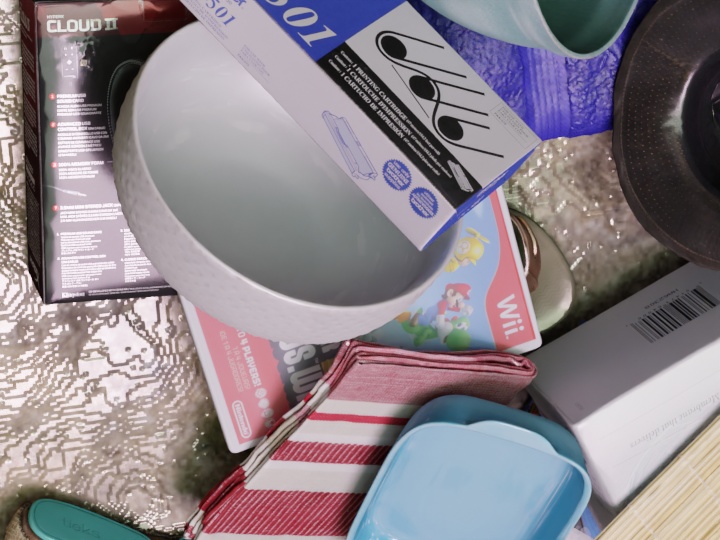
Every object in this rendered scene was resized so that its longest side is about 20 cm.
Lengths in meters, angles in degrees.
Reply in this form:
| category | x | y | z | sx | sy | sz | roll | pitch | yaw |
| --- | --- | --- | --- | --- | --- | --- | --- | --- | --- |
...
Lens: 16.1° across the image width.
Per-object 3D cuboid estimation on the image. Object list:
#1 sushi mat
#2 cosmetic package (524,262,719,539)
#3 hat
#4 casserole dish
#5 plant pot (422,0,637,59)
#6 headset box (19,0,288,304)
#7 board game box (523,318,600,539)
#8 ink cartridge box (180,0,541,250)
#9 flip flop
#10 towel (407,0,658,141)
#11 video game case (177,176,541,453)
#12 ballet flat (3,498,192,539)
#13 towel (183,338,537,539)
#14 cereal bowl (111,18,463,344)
| category | x | y | z | sx | sy | sz | roll | pitch | yaw |
| --- | --- | --- | --- | --- | --- | --- | --- | --- | --- |
| sushi mat | 0.219 | 0.138 | 1.510 | 0.200 | 0.012 | 0.096 | -45 | 112 | 2 |
| cosmetic package | 0.237 | 0.108 | 1.579 | 0.199 | 0.123 | 0.200 | -30 | 112 | -4 |
| hat | 0.253 | -0.091 | 1.520 | 0.081 | 0.200 | 0.201 | -14 | 117 | -56 |
| casserole dish | 0.064 | 0.138 | 1.529 | 0.121 | 0.039 | 0.200 | 17 | 139 | -7 |
| plant pot | 0.072 | -0.223 | 1.429 | 0.134 | 0.200 | 0.200 | 7 | 110 | 27 |
| headset box | -0.120 | -0.089 | 1.487 | 0.149 | 0.077 | 0.200 | -5 | 107 | -14 |
| board game box | 0.190 | 0.138 | 1.659 | 0.200 | 0.034 | 0.135 | 30 | 97 | -20 |
| ink cartridge box | -0.002 | -0.112 | 1.394 | 0.200 | 0.094 | 0.044 | 46 | 134 | 5 |
| flip flop | 0.073 | -0.016 | 1.550 | 0.081 | 0.058 | 0.200 | -42 | 134 | -3 |
| towel | 0.091 | -0.141 | 1.541 | 0.200 | 0.050 | 0.148 | -13 | 108 | -10 |
| video game case | -0.003 | 0.013 | 1.500 | 0.200 | 0.017 | 0.143 | -19 | 114 | -6 |
| ballet flat | -0.128 | 0.196 | 1.586 | 0.200 | 0.068 | 0.075 | 15 | 124 | -13 |
| towel | -0.003 | 0.110 | 1.538 | 0.144 | 0.023 | 0.200 | 7 | 138 | -39 |
| cereal bowl | -0.048 | -0.041 | 1.401 | 0.200 | 0.200 | 0.083 | 18 | 140 | -19 |
